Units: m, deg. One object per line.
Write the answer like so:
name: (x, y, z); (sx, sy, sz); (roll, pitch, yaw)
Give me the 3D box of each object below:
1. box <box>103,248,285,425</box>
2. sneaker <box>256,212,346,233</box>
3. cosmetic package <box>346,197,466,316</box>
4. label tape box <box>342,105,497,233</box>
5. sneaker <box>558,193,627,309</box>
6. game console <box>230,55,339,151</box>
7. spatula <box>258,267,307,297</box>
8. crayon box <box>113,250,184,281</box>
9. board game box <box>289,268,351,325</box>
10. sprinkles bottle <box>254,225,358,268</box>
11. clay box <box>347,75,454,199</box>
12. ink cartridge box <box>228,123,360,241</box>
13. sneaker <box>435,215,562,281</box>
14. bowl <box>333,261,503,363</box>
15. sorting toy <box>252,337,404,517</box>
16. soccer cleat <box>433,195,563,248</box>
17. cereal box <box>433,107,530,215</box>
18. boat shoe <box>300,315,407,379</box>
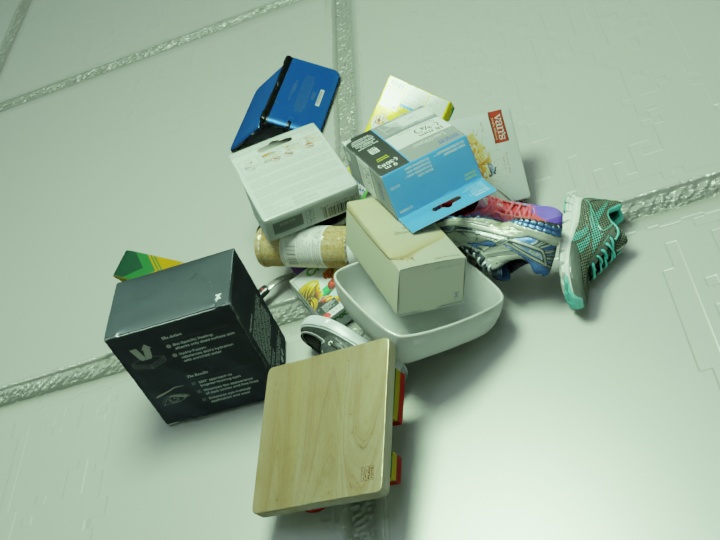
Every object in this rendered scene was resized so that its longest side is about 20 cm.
box: (-0.231, 0.099, 1.424); (0.193, 0.202, 0.119); (-15, 41, 12)
sneaker: (-0.099, -0.099, 1.622); (0.196, 0.113, 0.074); (-3, 45, 26)
cosmetic package: (0.058, -0.027, 1.357); (0.101, 0.074, 0.200); (-10, 32, -19)
label tape box: (0.081, -0.149, 1.397); (0.142, 0.064, 0.200); (-26, 36, -13)
sneaker: (0.323, -0.033, 1.363); (0.089, 0.078, 0.203); (-1, 49, 20)
game console: (-0.147, -0.312, 1.939); (0.167, 0.119, 0.202); (16, 50, 0)
spatula: (-0.135, 0.022, 1.577); (0.199, 0.021, 0.056); (-38, 44, -11)
crayon box: (-0.285, 0.030, 1.557); (0.198, 0.127, 0.052); (11, 69, 45)
board game box: (0.000, 0.000, 1.527); (0.198, 0.035, 0.126); (-36, 41, -10)
sprinkles bottle: (-0.067, -0.037, 1.520); (0.196, 0.069, 0.069); (2, 48, 29)
clay box: (0.058, -0.195, 1.581); (0.113, 0.048, 0.203); (26, 93, 15)
ink cartridge box: (-0.107, -0.144, 1.562); (0.157, 0.048, 0.201); (-22, 43, -11)
sneaker: (0.181, -0.031, 1.371); (0.197, 0.076, 0.087); (6, 91, 35)
bowl: (0.080, 0.051, 1.369); (0.196, 0.076, 0.200); (-17, 34, -25)
sorting toy: (-0.033, 0.211, 1.266); (0.196, 0.069, 0.204); (-17, 53, 30)
soccer cleat: (0.204, -0.079, 1.455); (0.195, 0.074, 0.069); (-4, 39, 8)
cereal box: (0.150, -0.157, 1.519); (0.196, 0.040, 0.147); (-14, 83, 1)
boat shoe: (-0.024, 0.128, 1.392); (0.198, 0.071, 0.066); (26, 61, 34)
